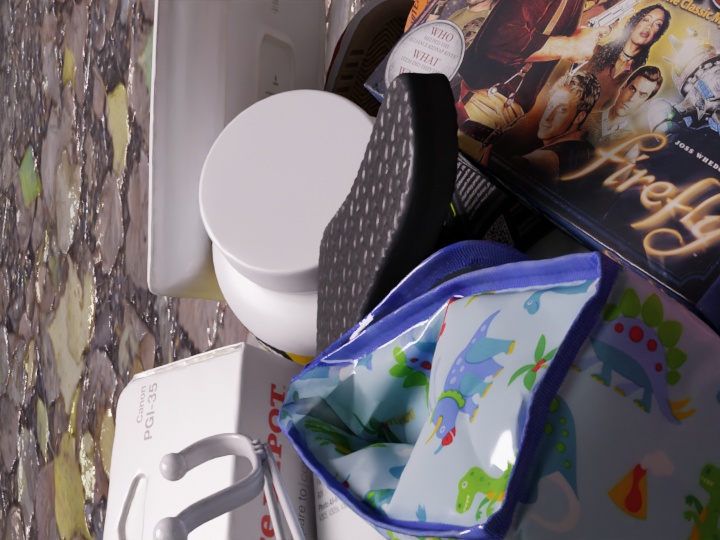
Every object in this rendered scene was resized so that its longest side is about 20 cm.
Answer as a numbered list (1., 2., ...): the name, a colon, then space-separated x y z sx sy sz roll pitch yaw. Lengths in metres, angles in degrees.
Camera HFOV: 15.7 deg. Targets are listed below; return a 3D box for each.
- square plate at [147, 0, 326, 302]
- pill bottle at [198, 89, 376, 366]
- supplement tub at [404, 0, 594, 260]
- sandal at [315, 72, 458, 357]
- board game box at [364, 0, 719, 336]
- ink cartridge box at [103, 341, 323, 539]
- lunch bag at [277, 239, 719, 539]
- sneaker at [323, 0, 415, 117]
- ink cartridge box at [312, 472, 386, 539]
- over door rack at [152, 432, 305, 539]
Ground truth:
1. square plate: -0.053 -0.083 1.235 0.200 0.028 0.200 12 -101 -74
2. pill bottle: 0.000 0.000 1.171 0.200 0.112 0.113 52 -155 -61
3. supplement tub: 0.087 -0.036 1.050 0.123 0.122 0.201 110 151 -42
4. sandal: 0.018 -0.001 0.991 0.201 0.048 0.076 115 154 -60
5. board game box: 0.106 -0.074 0.949 0.136 0.035 0.200 -51 45 -2
6. ink cartridge box: -0.012 0.134 1.155 0.082 0.199 0.148 -18 59 43
7. lunch bag: 0.080 0.079 0.920 0.200 0.170 0.128 -12 49 63
8. sneaker: -0.009 -0.060 1.380 0.112 0.071 0.201 -134 46 -57
9. ink cartridge box: 0.065 0.151 1.071 0.084 0.145 0.202 144 123 -62
10. over door rack: -0.021 0.156 0.952 0.200 0.066 0.149 -148 41 -65
